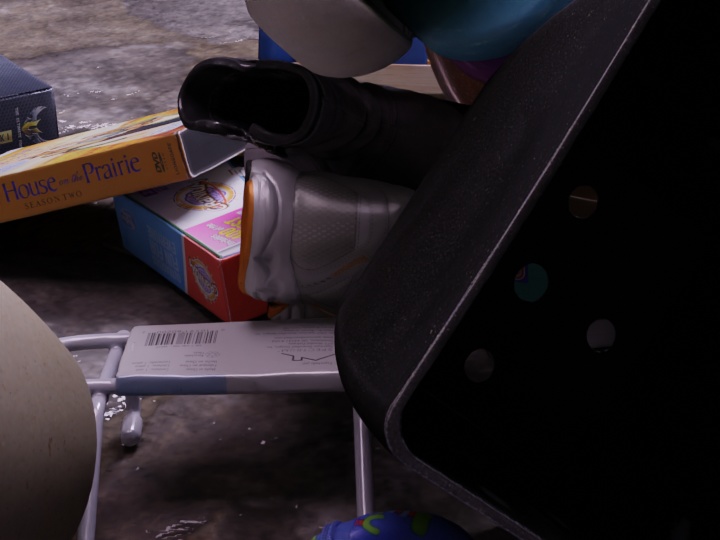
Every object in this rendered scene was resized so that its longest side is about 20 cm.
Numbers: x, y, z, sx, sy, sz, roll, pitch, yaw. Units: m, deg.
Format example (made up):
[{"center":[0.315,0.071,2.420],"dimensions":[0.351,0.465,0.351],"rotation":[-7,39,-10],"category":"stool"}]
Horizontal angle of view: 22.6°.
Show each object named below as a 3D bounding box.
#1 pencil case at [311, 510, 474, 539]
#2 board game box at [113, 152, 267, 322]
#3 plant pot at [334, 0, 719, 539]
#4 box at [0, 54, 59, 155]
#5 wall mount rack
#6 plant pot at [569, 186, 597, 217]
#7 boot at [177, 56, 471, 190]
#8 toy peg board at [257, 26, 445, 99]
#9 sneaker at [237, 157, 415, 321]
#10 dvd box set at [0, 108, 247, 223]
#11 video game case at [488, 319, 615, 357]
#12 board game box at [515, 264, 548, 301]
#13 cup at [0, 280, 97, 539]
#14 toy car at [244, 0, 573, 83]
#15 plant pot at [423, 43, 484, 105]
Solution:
[{"center":[0.010,0.150,0.571],"dimensions":[0.078,0.087,0.200],"rotation":[-23,21,9],"category":"pencil case"},{"center":[-0.023,-0.040,1.042],"dimensions":[0.199,0.041,0.153],"rotation":[-20,26,-23],"category":"board game box"},{"center":[0.102,0.016,0.687],"dimensions":[0.199,0.200,0.177],"rotation":[35,-7,-20],"category":"plant pot"},{"center":[-0.319,-0.114,1.264],"dimensions":[0.157,0.051,0.200],"rotation":[-14,25,-27],"category":"box"},{"center":[-0.053,0.076,0.775],"dimensions":[0.199,0.075,0.174],"rotation":[-2,20,1],"category":"wall mount rack"},{"center":[0.163,-0.059,0.950],"dimensions":[0.199,0.028,0.200],"rotation":[-3,23,1],"category":"plant pot"},{"center":[-0.036,-0.074,0.887],"dimensions":[0.131,0.070,0.200],"rotation":[13,-9,-34],"category":"boot"},{"center":[0.021,-0.161,1.194],"dimensions":[0.199,0.098,0.199],"rotation":[2,3,12],"category":"toy peg board"},{"center":[0.000,0.000,0.868],"dimensions":[0.091,0.076,0.200],"rotation":[3,-8,7],"category":"sneaker"},{"center":[-0.158,-0.064,1.072],"dimensions":[0.199,0.030,0.146],"rotation":[-11,12,24],"category":"dvd box set"},{"center":[0.123,-0.008,1.007],"dimensions":[0.142,0.018,0.200],"rotation":[-6,23,-5],"category":"video game case"},{"center":[0.175,-0.030,0.972],"dimensions":[0.151,0.045,0.200],"rotation":[8,25,23],"category":"board game box"},{"center":[-0.187,0.066,0.694],"dimensions":[0.143,0.201,0.200],"rotation":[11,8,-45],"category":"cup"},{"center":[0.049,-0.146,0.793],"dimensions":[0.150,0.175,0.200],"rotation":[41,8,-7],"category":"toy car"},{"center":[0.163,-0.163,0.937],"dimensions":[0.197,0.201,0.200],"rotation":[-9,23,-31],"category":"plant pot"}]
